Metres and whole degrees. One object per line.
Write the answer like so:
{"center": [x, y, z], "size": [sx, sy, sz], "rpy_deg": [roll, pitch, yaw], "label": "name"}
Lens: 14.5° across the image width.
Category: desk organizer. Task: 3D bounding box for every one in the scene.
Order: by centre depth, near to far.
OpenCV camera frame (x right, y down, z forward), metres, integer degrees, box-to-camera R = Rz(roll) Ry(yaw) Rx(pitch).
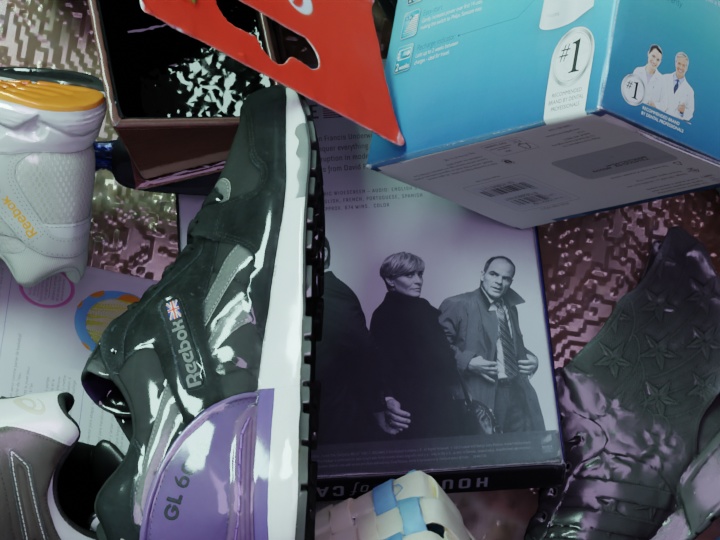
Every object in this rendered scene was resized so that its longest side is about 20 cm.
{"center": [-0.079, -0.144, 1.126], "size": [0.071, 0.077, 0.201], "rpy_deg": [-13, 75, 2], "label": "desk organizer"}

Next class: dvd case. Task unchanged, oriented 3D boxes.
{"center": [0.000, 0.000, 1.161], "size": [0.149, 0.025, 0.201], "rpy_deg": [-3, 58, -2], "label": "dvd case"}

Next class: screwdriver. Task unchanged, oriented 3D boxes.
{"center": [-0.137, -0.047, 1.179], "size": [0.198, 0.028, 0.029], "rpy_deg": [1, 89, 18], "label": "screwdriver"}

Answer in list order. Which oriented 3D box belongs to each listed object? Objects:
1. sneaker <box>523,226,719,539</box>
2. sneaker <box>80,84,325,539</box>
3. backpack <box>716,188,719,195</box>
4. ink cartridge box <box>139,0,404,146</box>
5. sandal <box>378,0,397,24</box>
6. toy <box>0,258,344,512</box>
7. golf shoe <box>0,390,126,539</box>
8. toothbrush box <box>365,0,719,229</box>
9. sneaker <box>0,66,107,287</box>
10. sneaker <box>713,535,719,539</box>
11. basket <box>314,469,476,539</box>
{"center": [0.093, 0.082, 1.167], "size": [0.200, 0.060, 0.104], "rpy_deg": [-41, 82, -12], "label": "sneaker"}
{"center": [-0.058, 0.016, 1.033], "size": [0.087, 0.076, 0.201], "rpy_deg": [1, 58, 3], "label": "sneaker"}
{"center": [0.215, -0.071, 1.141], "size": [0.150, 0.178, 0.201], "rpy_deg": [-24, 75, -28], "label": "backpack"}
{"center": [-0.030, -0.165, 1.069], "size": [0.050, 0.162, 0.201], "rpy_deg": [-27, 59, 28], "label": "ink cartridge box"}
{"center": [0.075, -0.185, 1.222], "size": [0.076, 0.043, 0.200], "rpy_deg": [39, 81, 5], "label": "sandal"}
{"center": [-0.096, 0.059, 1.161], "size": [0.198, 0.047, 0.116], "rpy_deg": [9, 50, -6], "label": "toy"}
{"center": [-0.110, 0.122, 1.085], "size": [0.094, 0.200, 0.078], "rpy_deg": [-25, 47, 4], "label": "golf shoe"}
{"center": [0.091, -0.131, 1.106], "size": [0.085, 0.146, 0.201], "rpy_deg": [19, 71, -32], "label": "toothbrush box"}
{"center": [-0.187, -0.037, 1.142], "size": [0.199, 0.075, 0.093], "rpy_deg": [9, 103, 38], "label": "sneaker"}
{"center": [0.231, 0.111, 1.145], "size": [0.199, 0.096, 0.080], "rpy_deg": [-25, 82, -6], "label": "sneaker"}
{"center": [-0.015, 0.188, 1.064], "size": [0.199, 0.139, 0.177], "rpy_deg": [-35, 116, 5], "label": "basket"}
